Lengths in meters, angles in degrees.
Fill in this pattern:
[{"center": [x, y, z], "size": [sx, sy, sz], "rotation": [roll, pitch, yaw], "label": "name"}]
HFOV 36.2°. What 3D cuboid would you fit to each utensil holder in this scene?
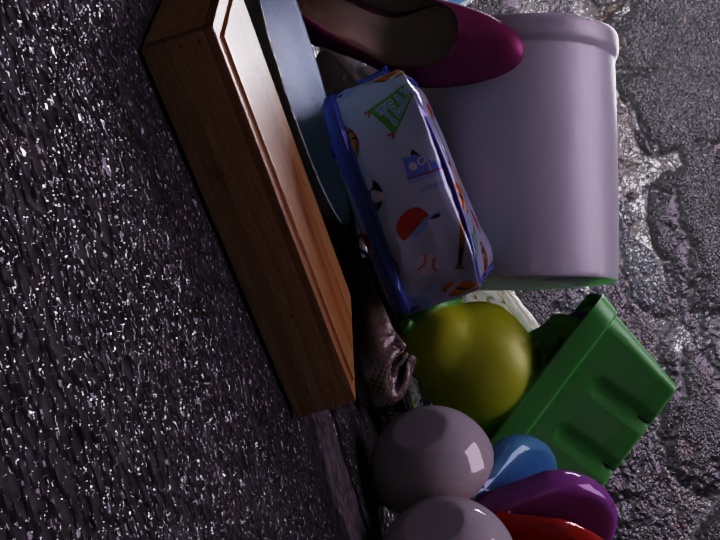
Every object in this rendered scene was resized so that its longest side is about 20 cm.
[{"center": [0.127, -0.088, 0.901], "size": [0.170, 0.169, 0.201], "rotation": [31, 59, -80], "label": "utensil holder"}]

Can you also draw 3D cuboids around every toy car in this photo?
[{"center": [0.096, 0.183, 0.708], "size": [0.200, 0.149, 0.176], "rotation": [-95, 167, -57], "label": "toy car"}]

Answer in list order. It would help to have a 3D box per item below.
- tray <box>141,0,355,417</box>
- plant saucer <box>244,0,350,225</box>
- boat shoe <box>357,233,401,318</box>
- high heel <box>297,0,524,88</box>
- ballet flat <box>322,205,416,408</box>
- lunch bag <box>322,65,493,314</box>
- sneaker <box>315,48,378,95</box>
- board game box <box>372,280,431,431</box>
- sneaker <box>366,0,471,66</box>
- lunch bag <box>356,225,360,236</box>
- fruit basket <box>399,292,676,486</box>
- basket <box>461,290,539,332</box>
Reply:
[{"center": [-0.047, -0.038, 0.544], "size": [0.099, 0.037, 0.201], "rotation": [-94, 166, -61], "label": "tray"}, {"center": [-0.053, -0.119, 0.675], "size": [0.201, 0.039, 0.202], "rotation": [-15, 90, -83], "label": "plant saucer"}, {"center": [0.029, 0.013, 0.947], "size": [0.084, 0.068, 0.201], "rotation": [-64, 144, -61], "label": "boat shoe"}, {"center": [0.019, -0.179, 0.798], "size": [0.096, 0.199, 0.068], "rotation": [24, 74, -79], "label": "high heel"}, {"center": [0.000, 0.000, 0.793], "size": [0.067, 0.046, 0.201], "rotation": [58, 18, -70], "label": "ballet flat"}, {"center": [0.030, -0.060, 0.744], "size": [0.200, 0.075, 0.161], "rotation": [-59, 127, -82], "label": "lunch bag"}, {"center": [-0.017, -0.135, 0.921], "size": [0.075, 0.082, 0.200], "rotation": [45, 1, -23], "label": "sneaker"}, {"center": [0.041, 0.125, 0.913], "size": [0.136, 0.028, 0.200], "rotation": [-96, 169, -51], "label": "board game box"}, {"center": [0.068, -0.233, 1.000], "size": [0.079, 0.200, 0.131], "rotation": [32, -32, 34], "label": "sneaker"}, {"center": [0.070, -0.102, 1.107], "size": [0.200, 0.163, 0.118], "rotation": [-19, 95, -84], "label": "lunch bag"}, {"center": [0.115, 0.092, 0.862], "size": [0.155, 0.215, 0.217], "rotation": [8, 67, -83], "label": "fruit basket"}, {"center": [0.134, 0.107, 1.075], "size": [0.200, 0.123, 0.136], "rotation": [56, 2, 17], "label": "basket"}]
